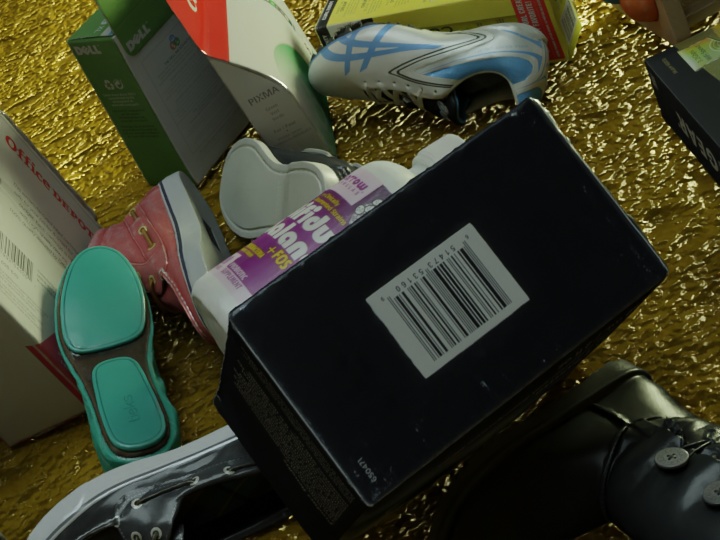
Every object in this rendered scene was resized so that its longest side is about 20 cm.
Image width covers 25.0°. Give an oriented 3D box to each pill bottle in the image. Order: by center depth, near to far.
[{"bbox_3d":[0.000,0.000,1.044,0.199,0.113,0.112,-35,35,-11],"label":"pill bottle"}]

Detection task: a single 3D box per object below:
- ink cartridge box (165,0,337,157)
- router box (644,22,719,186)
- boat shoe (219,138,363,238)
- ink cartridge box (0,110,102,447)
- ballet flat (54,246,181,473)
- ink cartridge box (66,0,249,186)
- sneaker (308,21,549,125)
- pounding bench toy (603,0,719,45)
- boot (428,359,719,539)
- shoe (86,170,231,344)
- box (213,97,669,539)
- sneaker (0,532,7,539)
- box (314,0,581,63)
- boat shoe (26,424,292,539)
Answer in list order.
[{"bbox_3d":[-0.089,-0.190,1.268,0.050,0.201,0.162,-25,35,11],"label":"ink cartridge box"},{"bbox_3d":[0.293,-0.109,1.043,0.156,0.052,0.201,-26,35,1],"label":"router box"},{"bbox_3d":[-0.045,-0.057,1.193,0.060,0.075,0.199,4,2,-29],"label":"boat shoe"},{"bbox_3d":[-0.257,0.001,1.165,0.084,0.146,0.201,-25,39,15],"label":"ink cartridge box"},{"bbox_3d":[-0.164,0.072,1.088,0.067,0.071,0.201,-10,45,-13],"label":"ballet flat"},{"bbox_3d":[-0.167,-0.177,1.302,0.059,0.201,0.104,2,43,38],"label":"ink cartridge box"},{"bbox_3d":[0.046,-0.147,1.235,0.198,0.072,0.073,0,69,26],"label":"sneaker"},{"bbox_3d":[0.250,-0.247,1.165,0.155,0.125,0.200,-29,27,-2],"label":"pounding bench toy"},{"bbox_3d":[0.150,0.138,0.819,0.165,0.066,0.200,-40,41,-15],"label":"boot"},{"bbox_3d":[-0.139,0.009,1.168,0.091,0.072,0.201,-34,35,5],"label":"shoe"},{"bbox_3d":[0.035,0.039,0.877,0.199,0.124,0.199,-35,-8,-15],"label":"box"},{"bbox_3d":[-0.248,0.189,1.003,0.087,0.082,0.201,-21,41,1],"label":"sneaker"},{"bbox_3d":[0.069,-0.192,1.281,0.198,0.076,0.050,-5,42,26],"label":"box"},{"bbox_3d":[-0.107,0.152,0.966,0.198,0.070,0.066,-23,33,-9],"label":"boat shoe"}]
